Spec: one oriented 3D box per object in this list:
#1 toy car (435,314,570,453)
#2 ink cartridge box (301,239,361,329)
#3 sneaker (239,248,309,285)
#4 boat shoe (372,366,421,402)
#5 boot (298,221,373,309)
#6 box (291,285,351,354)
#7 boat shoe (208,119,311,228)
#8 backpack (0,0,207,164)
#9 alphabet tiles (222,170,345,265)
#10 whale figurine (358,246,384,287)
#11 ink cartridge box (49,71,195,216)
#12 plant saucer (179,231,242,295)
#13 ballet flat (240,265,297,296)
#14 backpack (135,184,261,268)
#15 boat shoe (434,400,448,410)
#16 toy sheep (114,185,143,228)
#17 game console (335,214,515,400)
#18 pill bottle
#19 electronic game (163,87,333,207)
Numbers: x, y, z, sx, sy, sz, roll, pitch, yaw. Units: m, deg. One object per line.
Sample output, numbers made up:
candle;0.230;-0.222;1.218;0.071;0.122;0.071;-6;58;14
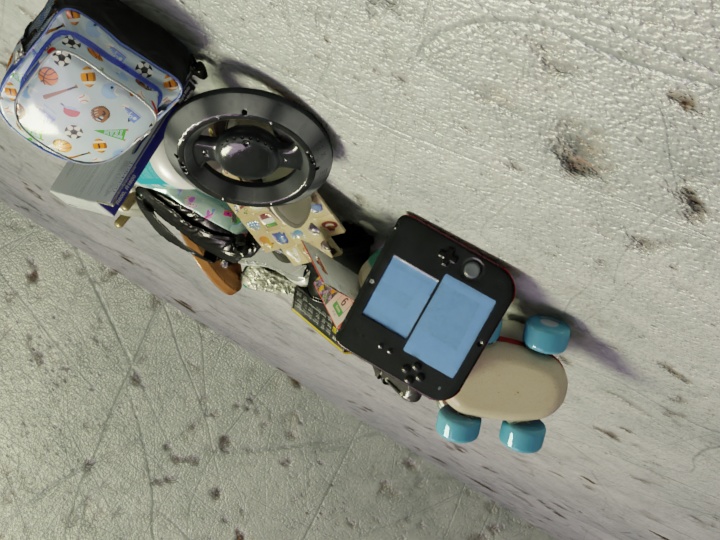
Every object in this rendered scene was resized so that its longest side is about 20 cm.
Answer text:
toy car;0.192;0.124;1.498;0.177;0.184;0.200;8;-161;-2
ink cartridge box;-0.012;0.046;1.469;0.200;0.050;0.109;33;-163;-37
sneaker;-0.157;-0.053;1.763;0.200;0.075;0.116;19;154;22
boat shoe;0.050;0.152;1.681;0.070;0.066;0.200;5;-166;-29
boot;0.001;-0.001;1.567;0.198;0.073;0.163;9;143;8
box;0.002;0.079;1.692;0.160;0.049;0.200;2;-163;-29
boat shoe;-0.127;-0.131;1.358;0.060;0.072;0.200;13;151;37
backpack;-0.308;-0.207;1.199;0.200;0.154;0.190;36;132;-24
alphabet tiles;-0.114;-0.089;1.464;0.166;0.006;0.200;-13;122;44
whale figurine;0.086;0.028;1.475;0.200;0.104;0.159;26;-158;-54
ink cartridge box;-0.288;-0.162;1.328;0.041;0.200;0.200;38;166;-35
plant saucer;-0.260;-0.051;1.848;0.200;0.032;0.200;60;-172;-13
ballet flat;-0.111;0.015;1.864;0.200;0.072;0.072;10;176;-26
backpack;-0.238;-0.102;1.603;0.200;0.127;0.167;33;157;-15
boat shoe;0.135;0.146;1.584;0.073;0.200;0.062;28;130;-15
toy sheep;-0.361;-0.148;1.685;0.138;0.138;0.200;33;158;-13
game console;0.085;0.052;1.365;0.177;0.200;0.031;29;-165;2
pill bottle;-0.248;-0.164;1.425;0.111;0.111;0.200;37;165;-28
electronic game;-0.132;-0.141;1.256;0.200;0.042;0.200;3;144;2
